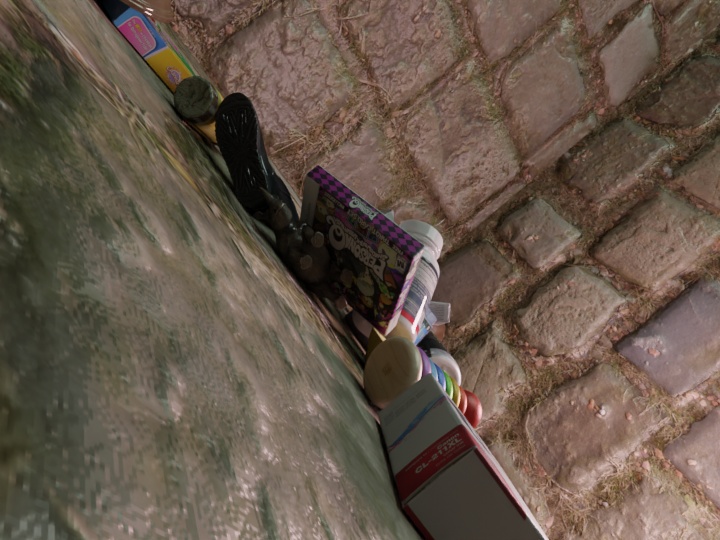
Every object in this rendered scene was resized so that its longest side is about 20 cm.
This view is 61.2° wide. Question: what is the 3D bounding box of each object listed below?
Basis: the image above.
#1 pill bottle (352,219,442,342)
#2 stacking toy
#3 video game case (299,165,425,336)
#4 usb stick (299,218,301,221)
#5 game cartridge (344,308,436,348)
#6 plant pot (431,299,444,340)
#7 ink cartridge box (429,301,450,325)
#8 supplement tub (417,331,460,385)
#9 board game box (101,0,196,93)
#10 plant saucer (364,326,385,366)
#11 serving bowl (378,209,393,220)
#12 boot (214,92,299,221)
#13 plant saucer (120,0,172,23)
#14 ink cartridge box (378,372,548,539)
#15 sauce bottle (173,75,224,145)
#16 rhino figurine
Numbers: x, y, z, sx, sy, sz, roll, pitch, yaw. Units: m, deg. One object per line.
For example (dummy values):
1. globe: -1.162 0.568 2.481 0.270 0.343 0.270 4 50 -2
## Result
1. pill bottle: 0.072 0.019 1.062 0.116 0.204 0.121 19 -29 11
2. stacking toy: 0.093 0.159 0.771 0.198 0.086 0.086 34 12 -39
3. video game case: -0.010 -0.025 0.887 0.198 0.036 0.184 39 -37 17
4. usb stick: -0.029 -0.014 0.977 0.198 0.056 0.032 39 35 18
5. game cartridge: 0.065 0.092 1.152 0.130 0.038 0.199 50 39 4
6. plant pot: 0.136 0.169 1.765 0.189 0.186 0.199 52 16 12
7. ink cartridge box: 0.079 0.089 1.318 0.174 0.193 0.045 127 -31 -78
8. supplement tub: 0.125 0.192 1.277 0.124 0.121 0.200 52 2 -20
9. board game box: -0.326 -0.357 0.959 0.154 0.040 0.201 55 2 35
10. plant saucer: 0.076 0.198 0.929 0.202 0.048 0.200 54 0 21
11. serving bowl: -0.028 -0.056 1.106 0.200 0.193 0.068 -121 -162 -80
12. boot: -0.151 -0.157 0.935 0.200 0.063 0.171 28 51 -79
13. plant saucer: -0.347 -0.426 0.854 0.198 0.030 0.201 37 17 -13
14. ink cartridge box: 0.096 0.206 0.594 0.147 0.082 0.200 52 2 -9
15. sauce bottle: -0.222 -0.230 0.932 0.065 0.064 0.200 52 0 6
16. rhino figurine: -0.084 -0.035 0.841 0.087 0.060 0.202 27 -23 55
